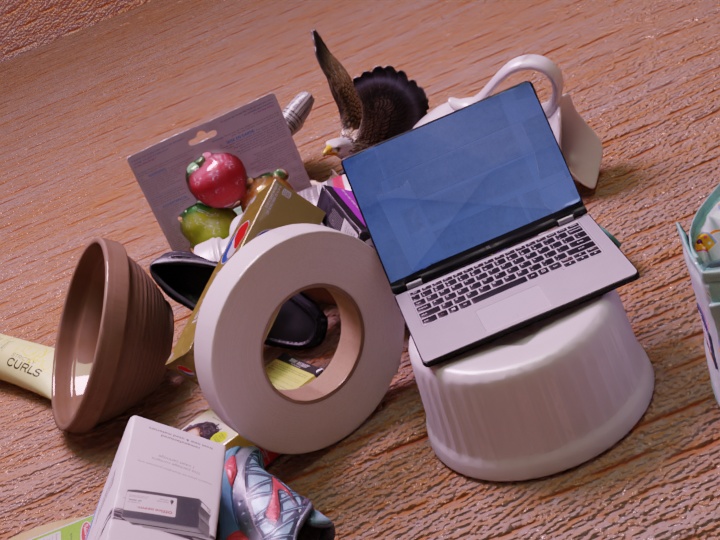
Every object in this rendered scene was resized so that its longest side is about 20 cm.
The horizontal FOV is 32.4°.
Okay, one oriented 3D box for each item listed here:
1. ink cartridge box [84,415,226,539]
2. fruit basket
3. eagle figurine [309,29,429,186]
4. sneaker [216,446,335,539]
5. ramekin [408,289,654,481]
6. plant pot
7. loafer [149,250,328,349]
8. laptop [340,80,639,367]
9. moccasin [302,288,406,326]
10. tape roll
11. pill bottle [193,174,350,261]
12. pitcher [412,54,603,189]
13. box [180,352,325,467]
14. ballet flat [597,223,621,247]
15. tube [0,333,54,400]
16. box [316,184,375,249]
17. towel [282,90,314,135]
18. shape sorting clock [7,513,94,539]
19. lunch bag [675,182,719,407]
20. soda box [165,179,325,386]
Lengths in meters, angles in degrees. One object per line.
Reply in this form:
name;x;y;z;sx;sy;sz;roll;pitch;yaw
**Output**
ink cartridge box;-0.164;0.230;0.908;0.083;0.146;0.201;19;27;-11
fruit basket;-0.150;-0.087;1.442;0.184;0.202;0.094;-25;27;-2
eagle figurine;0.000;-0.171;1.467;0.150;0.202;0.151;9;22;-2
sneaker;-0.068;0.212;0.987;0.094;0.080;0.201;-6;30;-5
ramekin;0.136;0.073;1.033;0.198;0.098;0.201;-19;27;10
plant pot;-0.254;0.073;1.300;0.092;0.203;0.201;11;15;-24
loafer;-0.129;0.032;1.282;0.199;0.069;0.070;22;6;17
laptop;0.101;-0.045;1.037;0.185;0.117;0.200;-23;26;1
moccasin;-0.001;0.001;1.244;0.200;0.078;0.074;22;45;34
tape roll;-0.050;0.061;1.089;0.202;0.204;0.037;-34;28;-23
pill bottle;-0.077;-0.024;1.367;0.198;0.112;0.111;-20;26;4
pitcher;0.147;-0.154;1.362;0.198;0.173;0.122;-5;40;30
box;-0.117;0.156;1.133;0.199;0.051;0.075;-37;29;-27
ballet flat;0.191;-0.040;1.250;0.063;0.068;0.200;-50;32;4
tube;-0.379;0.109;1.435;0.199;0.052;0.059;11;82;41
box;0.066;-0.029;1.223;0.198;0.036;0.143;10;18;-20
towel;-0.134;-0.138;1.598;0.193;0.034;0.200;-51;8;-9
shape sorting clock;-0.265;0.277;1.035;0.198;0.040;0.201;-15;28;8
lunch bag;0.307;0.019;0.909;0.121;0.172;0.200;5;35;42
soda box;-0.109;0.017;1.190;0.068;0.064;0.202;-29;33;58
